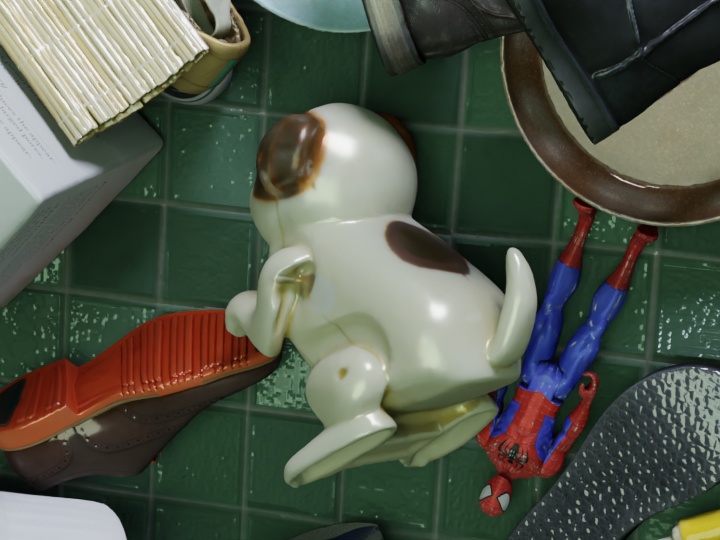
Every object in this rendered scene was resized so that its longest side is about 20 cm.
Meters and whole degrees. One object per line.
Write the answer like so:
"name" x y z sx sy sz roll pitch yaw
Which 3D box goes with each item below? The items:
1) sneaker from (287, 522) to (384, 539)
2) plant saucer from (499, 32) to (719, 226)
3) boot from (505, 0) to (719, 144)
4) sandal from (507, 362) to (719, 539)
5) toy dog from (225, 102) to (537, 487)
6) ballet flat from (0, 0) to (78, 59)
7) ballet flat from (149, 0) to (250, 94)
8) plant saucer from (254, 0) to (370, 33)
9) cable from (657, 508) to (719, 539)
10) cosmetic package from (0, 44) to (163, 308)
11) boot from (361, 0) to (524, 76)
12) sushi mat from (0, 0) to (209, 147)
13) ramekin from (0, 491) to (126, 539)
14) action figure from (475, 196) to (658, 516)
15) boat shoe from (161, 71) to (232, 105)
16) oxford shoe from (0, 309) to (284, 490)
"sneaker" -0.053 0.239 1.571 0.198 0.081 0.116 -24 97 25
"plant saucer" 0.180 -0.127 1.456 0.199 0.034 0.202 3 100 15
"boot" 0.172 -0.185 1.360 0.199 0.066 0.165 -32 121 4
"sandal" 0.160 0.122 1.509 0.200 0.043 0.076 -44 79 28
"toy dog" 0.000 0.000 1.466 0.194 0.139 0.201 -44 64 47
"ballet flat" -0.196 -0.175 1.484 0.072 0.072 0.200 -43 82 18
"ballet flat" -0.116 -0.204 1.477 0.063 0.068 0.201 -26 87 45
"plant saucer" -0.005 -0.242 1.484 0.199 0.039 0.203 3 101 14
"cable" 0.270 0.148 1.473 0.199 0.050 0.097 -35 94 19
"cosmetic package" -0.253 -0.067 1.500 0.165 0.200 0.165 -42 88 19
"boot" 0.076 -0.210 1.418 0.173 0.069 0.201 -14 107 10
"sushi mat" -0.181 -0.174 1.452 0.095 0.012 0.200 -36 80 -4
"ramekin" -0.200 0.232 1.543 0.097 0.200 0.202 4 103 -16
"action figure" 0.113 0.057 1.503 0.065 0.052 0.201 23 108 6
"boat shoe" -0.152 -0.183 1.525 0.068 0.057 0.201 -35 89 18
"oxford shoe" -0.132 0.082 1.575 0.199 0.071 0.073 -18 124 15
